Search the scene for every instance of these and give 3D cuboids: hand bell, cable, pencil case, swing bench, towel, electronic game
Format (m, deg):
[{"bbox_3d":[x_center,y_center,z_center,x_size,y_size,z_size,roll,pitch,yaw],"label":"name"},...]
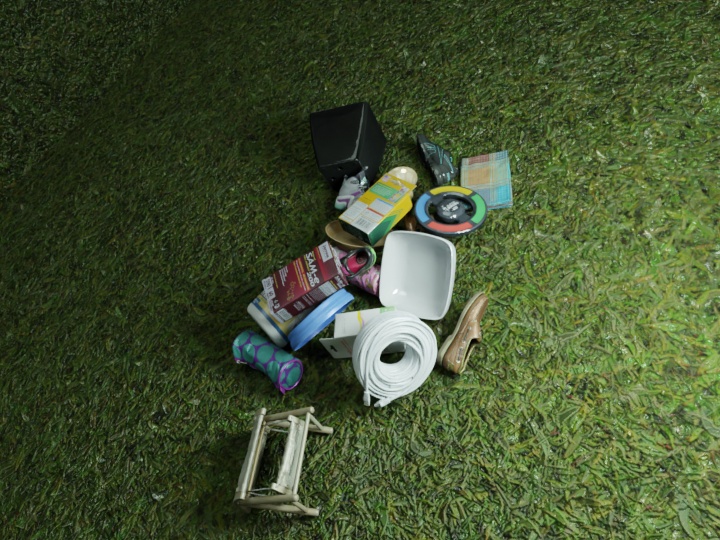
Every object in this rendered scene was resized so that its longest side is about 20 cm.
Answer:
[{"bbox_3d":[0.128,-0.179,1.684,0.101,0.105,0.205,-18,54,11],"label":"hand bell"},{"bbox_3d":[0.077,0.191,1.365,0.194,0.206,0.069,-16,23,-11],"label":"cable"},{"bbox_3d":[0.000,0.000,1.617,0.197,0.084,0.087,28,69,38],"label":"pencil case"},{"bbox_3d":[-0.242,0.232,1.556,0.196,0.086,0.093,22,66,35],"label":"pencil case"},{"bbox_3d":[-0.184,0.426,1.353,0.194,0.131,0.204,-6,53,21],"label":"swing bench"},{"bbox_3d":[0.346,-0.249,1.680,0.142,0.022,0.205,-8,53,19],"label":"towel"},{"bbox_3d":[0.237,-0.159,1.591,0.193,0.042,0.204,-3,44,3],"label":"electronic game"}]

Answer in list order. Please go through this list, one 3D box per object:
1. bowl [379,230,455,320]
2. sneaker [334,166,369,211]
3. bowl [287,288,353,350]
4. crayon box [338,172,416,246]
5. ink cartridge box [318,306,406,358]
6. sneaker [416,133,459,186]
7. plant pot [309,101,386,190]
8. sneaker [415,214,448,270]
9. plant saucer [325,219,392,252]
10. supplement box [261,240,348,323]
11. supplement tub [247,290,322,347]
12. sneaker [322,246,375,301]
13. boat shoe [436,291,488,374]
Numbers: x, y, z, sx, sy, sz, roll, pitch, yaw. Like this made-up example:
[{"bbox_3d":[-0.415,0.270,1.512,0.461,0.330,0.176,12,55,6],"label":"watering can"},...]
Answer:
[{"bbox_3d":[0.150,0.007,1.501,0.195,0.074,0.207,13,102,32],"label":"bowl"},{"bbox_3d":[0.012,-0.227,1.745,0.196,0.077,0.144,21,102,35],"label":"sneaker"},{"bbox_3d":[-0.101,0.120,1.507,0.199,0.201,0.040,-41,85,-8],"label":"bowl"},{"bbox_3d":[0.052,-0.166,1.628,0.200,0.052,0.124,-44,47,-19],"label":"crayon box"},{"bbox_3d":[0.008,0.153,1.473,0.194,0.118,0.069,-9,55,18],"label":"ink cartridge box"},{"bbox_3d":[0.222,-0.330,1.778,0.077,0.076,0.204,-19,56,-5],"label":"sneaker"},{"bbox_3d":[-0.040,-0.364,1.846,0.193,0.200,0.183,-7,62,20],"label":"plant pot"},{"bbox_3d":[0.193,-0.057,1.591,0.075,0.070,0.204,-33,41,21],"label":"sneaker"},{"bbox_3d":[-0.002,-0.090,1.665,0.193,0.037,0.202,6,26,-3],"label":"plant saucer"},{"bbox_3d":[-0.137,0.029,1.474,0.196,0.061,0.111,-30,53,8],"label":"supplement box"},{"bbox_3d":[-0.187,0.084,1.599,0.200,0.146,0.144,-45,49,-12],"label":"supplement tub"},{"bbox_3d":[-0.049,0.001,1.522,0.198,0.084,0.077,-39,81,-2],"label":"sneaker"},{"bbox_3d":[0.254,0.148,1.400,0.067,0.072,0.203,25,78,33],"label":"boat shoe"}]
